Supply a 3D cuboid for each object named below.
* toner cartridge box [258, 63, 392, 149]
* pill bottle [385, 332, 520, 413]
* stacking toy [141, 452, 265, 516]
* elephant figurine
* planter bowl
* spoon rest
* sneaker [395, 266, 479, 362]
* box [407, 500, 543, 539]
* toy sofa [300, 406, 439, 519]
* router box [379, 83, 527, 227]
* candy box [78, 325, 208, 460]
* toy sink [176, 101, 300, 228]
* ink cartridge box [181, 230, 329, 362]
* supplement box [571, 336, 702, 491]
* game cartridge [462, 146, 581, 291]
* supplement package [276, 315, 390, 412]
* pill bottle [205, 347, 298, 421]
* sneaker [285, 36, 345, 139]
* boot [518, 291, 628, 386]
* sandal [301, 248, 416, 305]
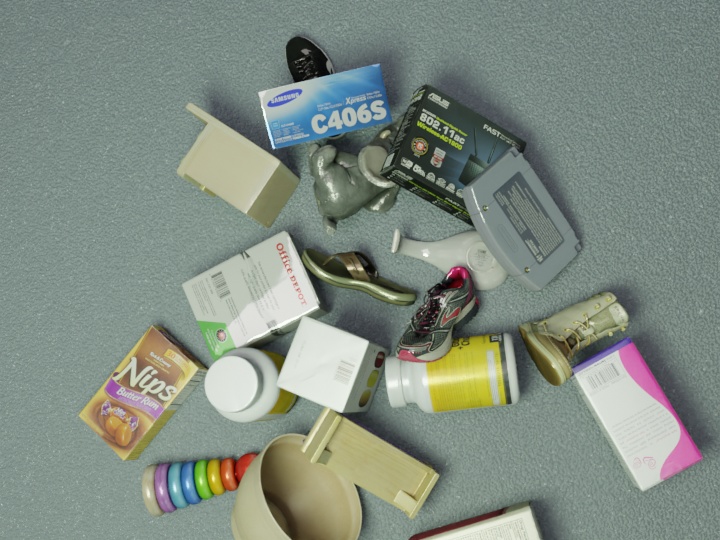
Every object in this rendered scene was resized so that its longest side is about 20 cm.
[{"bbox_3d":[-0.056,-0.262,1.408,0.199,0.043,0.095,-14,101,-1],"label":"toner cartridge box"},{"bbox_3d":[0.143,0.162,1.364,0.199,0.112,0.113,-8,80,9],"label":"pill bottle"},{"bbox_3d":[-0.249,0.342,1.431,0.199,0.085,0.086,-11,79,4],"label":"stacking toy"},{"bbox_3d":[0.020,-0.163,1.438,0.199,0.142,0.156,-10,108,-7],"label":"elephant figurine"},{"bbox_3d":[-0.115,0.373,1.354,0.135,0.200,0.201,-41,75,29],"label":"planter bowl"},{"bbox_3d":[0.148,-0.028,1.428,0.199,0.061,0.100,12,85,-1],"label":"spoon rest"},{"bbox_3d":[0.112,0.070,1.345,0.080,0.200,0.075,8,127,31],"label":"sneaker"},{"bbox_3d":[0.181,0.438,1.316,0.199,0.109,0.128,-19,78,7],"label":"box"},{"bbox_3d":[0.012,0.288,1.343,0.200,0.098,0.083,32,87,-14],"label":"toy sofa"},{"bbox_3d":[0.148,-0.177,1.385,0.199,0.062,0.150,27,74,-16],"label":"router box"},{"bbox_3d":[-0.366,0.206,1.484,0.117,0.056,0.200,39,89,14],"label":"candy box"},{"bbox_3d":[-0.223,-0.172,1.477,0.200,0.130,0.112,34,89,13],"label":"toy sink"},{"bbox_3d":[-0.171,0.046,1.455,0.199,0.084,0.146,-26,77,6],"label":"ink cartridge box"},{"bbox_3d":[0.405,0.213,1.312,0.101,0.103,0.201,-29,76,4],"label":"supplement box"},{"bbox_3d":[0.247,-0.075,1.362,0.133,0.042,0.200,-39,101,-18],"label":"game cartridge"},{"bbox_3d":[-0.035,0.148,1.354,0.109,0.200,0.114,20,86,14],"label":"supplement package"},{"bbox_3d":[-0.169,0.178,1.368,0.111,0.200,0.113,-2,81,10],"label":"pill bottle"},{"bbox_3d":[-0.078,-0.327,1.481,0.073,0.112,0.201,-27,77,5],"label":"sneaker"},{"bbox_3d":[0.324,0.095,1.301,0.154,0.200,0.072,-23,100,5],"label":"boot"},{"bbox_3d":[0.001,0.000,1.431,0.200,0.080,0.058,19,108,4],"label":"sandal"}]
